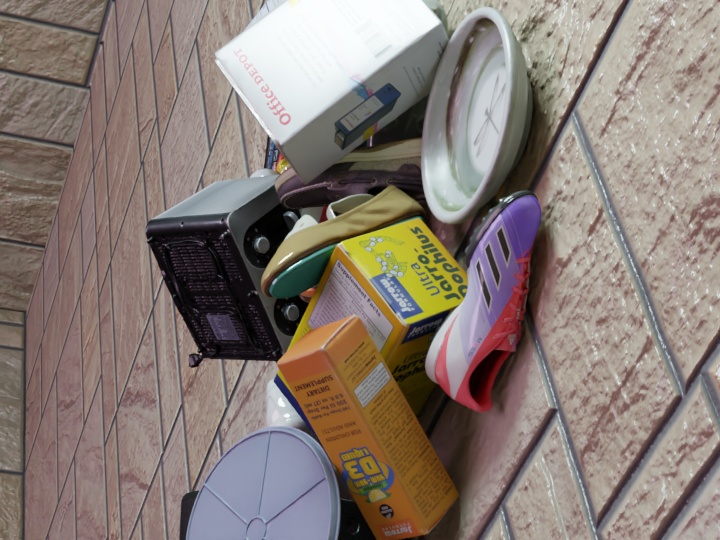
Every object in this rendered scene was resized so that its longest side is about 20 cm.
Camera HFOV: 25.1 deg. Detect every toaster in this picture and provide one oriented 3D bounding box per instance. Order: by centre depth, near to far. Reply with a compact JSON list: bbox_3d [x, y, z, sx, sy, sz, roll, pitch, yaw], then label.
[{"bbox_3d":[-0.131,0.003,1.781,0.199,0.118,0.182,-3,116,50],"label":"toaster"}]

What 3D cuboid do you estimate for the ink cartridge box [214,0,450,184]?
[{"bbox_3d":[-0.024,-0.207,1.605,0.146,0.199,0.088,53,178,31],"label":"ink cartridge box"}]

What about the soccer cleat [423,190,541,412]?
[{"bbox_3d":[0.121,0.028,1.409,0.073,0.068,0.202,43,121,39],"label":"soccer cleat"}]

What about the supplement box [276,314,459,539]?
[{"bbox_3d":[0.008,0.145,1.465,0.066,0.201,0.069,-20,16,40],"label":"supplement box"}]

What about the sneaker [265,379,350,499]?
[{"bbox_3d":[-0.062,0.190,1.714,0.201,0.074,0.089,79,168,-49],"label":"sneaker"}]

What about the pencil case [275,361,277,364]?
[{"bbox_3d":[-0.035,0.113,1.773,0.200,0.086,0.089,-140,61,-69],"label":"pencil case"}]

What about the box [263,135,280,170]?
[{"bbox_3d":[-0.073,-0.156,2.052,0.198,0.049,0.203,180,98,-72],"label":"box"}]

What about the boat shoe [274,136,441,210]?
[{"bbox_3d":[0.005,-0.084,1.630,0.072,0.199,0.067,32,-131,-62],"label":"boat shoe"}]

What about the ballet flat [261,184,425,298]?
[{"bbox_3d":[-0.027,-0.030,1.535,0.063,0.199,0.069,50,141,24],"label":"ballet flat"}]

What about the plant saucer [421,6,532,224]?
[{"bbox_3d":[0.115,-0.140,1.499,0.200,0.050,0.203,-171,90,-72],"label":"plant saucer"}]

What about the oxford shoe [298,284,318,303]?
[{"bbox_3d":[0.000,0.000,1.624,0.071,0.199,0.074,20,121,28],"label":"oxford shoe"}]

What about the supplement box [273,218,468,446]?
[{"bbox_3d":[0.015,0.066,1.547,0.109,0.109,0.201,50,136,24],"label":"supplement box"}]

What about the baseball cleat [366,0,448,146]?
[{"bbox_3d":[0.052,-0.187,1.705,0.106,0.069,0.202,-121,47,-80],"label":"baseball cleat"}]

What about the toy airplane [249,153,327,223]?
[{"bbox_3d":[-0.060,-0.076,1.834,0.199,0.140,0.203,144,132,-63],"label":"toy airplane"}]

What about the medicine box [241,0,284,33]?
[{"bbox_3d":[-0.042,-0.279,1.778,0.200,0.103,0.182,-49,14,9],"label":"medicine box"}]

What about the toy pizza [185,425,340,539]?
[{"bbox_3d":[-0.087,0.245,1.501,0.199,0.032,0.202,-21,58,37],"label":"toy pizza"}]

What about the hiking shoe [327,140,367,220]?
[{"bbox_3d":[0.009,-0.077,1.722,0.074,0.086,0.203,140,127,-80],"label":"hiking shoe"}]

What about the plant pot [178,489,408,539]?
[{"bbox_3d":[-0.054,0.312,1.592,0.177,0.198,0.202,-29,52,50],"label":"plant pot"}]
